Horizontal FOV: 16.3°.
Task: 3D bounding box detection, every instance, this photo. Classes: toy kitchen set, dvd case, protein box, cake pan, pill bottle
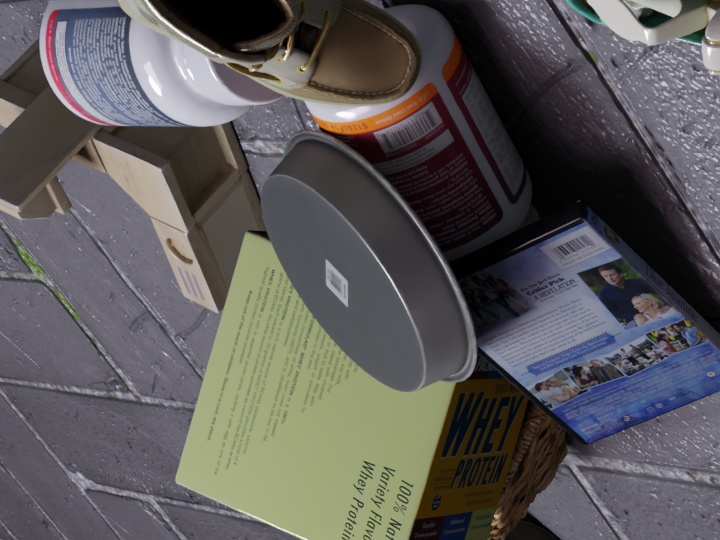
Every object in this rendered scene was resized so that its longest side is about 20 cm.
[{"bbox_3d":[-0.211,-0.055,2.035,0.199,0.163,0.181,25,151,34],"label":"toy kitchen set"},{"bbox_3d":[0.150,0.040,1.699,0.142,0.018,0.200,-25,130,32],"label":"dvd case"},{"bbox_3d":[0.003,0.096,1.848,0.199,0.200,0.135,21,-171,28],"label":"protein box"},{"bbox_3d":[0.000,0.000,1.675,0.200,0.037,0.201,46,158,24],"label":"cake pan"},{"bbox_3d":[0.049,-0.071,1.690,0.109,0.110,0.200,13,142,47],"label":"pill bottle"},{"bbox_3d":[-0.128,-0.162,1.773,0.200,0.120,0.120,6,137,53],"label":"pill bottle"}]

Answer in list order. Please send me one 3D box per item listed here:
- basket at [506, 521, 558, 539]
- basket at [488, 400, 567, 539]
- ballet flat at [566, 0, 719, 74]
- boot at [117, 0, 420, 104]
[{"bbox_3d":[0.105,0.300,2.194,0.180,0.136,0.200,37,152,2],"label":"basket"},{"bbox_3d":[0.047,0.107,1.944,0.200,0.143,0.149,30,154,23],"label":"basket"},{"bbox_3d":[0.195,-0.142,1.406,0.199,0.070,0.068,22,149,36],"label":"ballet flat"},{"bbox_3d":[-0.047,-0.146,1.503,0.199,0.072,0.155,20,-177,-12],"label":"boot"}]
